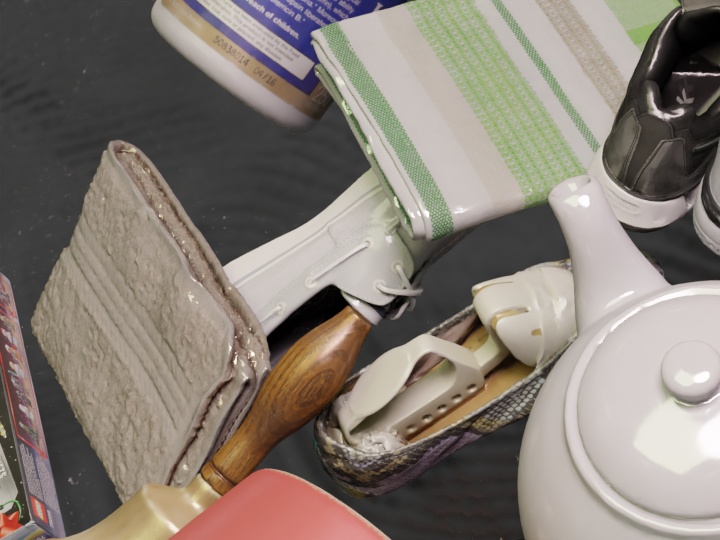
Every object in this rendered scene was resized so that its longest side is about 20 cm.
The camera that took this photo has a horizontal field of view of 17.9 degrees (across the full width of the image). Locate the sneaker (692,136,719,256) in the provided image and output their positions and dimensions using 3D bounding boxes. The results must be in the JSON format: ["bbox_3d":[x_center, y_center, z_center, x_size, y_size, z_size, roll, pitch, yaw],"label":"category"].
[{"bbox_3d":[0.229,-0.093,1.064,0.075,0.116,0.200,30,49,26],"label":"sneaker"}]

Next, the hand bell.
[{"bbox_3d":[-0.063,0.099,1.133,0.200,0.104,0.104,-49,48,7],"label":"hand bell"}]

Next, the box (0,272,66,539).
[{"bbox_3d":[-0.248,0.102,1.305,0.136,0.040,0.201,-29,50,13],"label":"box"}]

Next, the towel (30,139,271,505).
[{"bbox_3d":[-0.119,0.037,1.238,0.200,0.034,0.133,53,124,43],"label":"towel"}]

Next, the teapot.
[{"bbox_3d":[0.154,0.081,0.991,0.198,0.146,0.199,12,62,22],"label":"teapot"}]

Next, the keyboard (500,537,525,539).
[{"bbox_3d":[0.112,0.159,1.069,0.103,0.040,0.201,3,58,5],"label":"keyboard"}]

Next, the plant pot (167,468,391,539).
[{"bbox_3d":[-0.050,0.201,1.034,0.200,0.201,0.178,26,65,39],"label":"plant pot"}]

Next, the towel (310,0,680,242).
[{"bbox_3d":[0.089,-0.092,1.183,0.198,0.031,0.150,-16,54,-17],"label":"towel"}]

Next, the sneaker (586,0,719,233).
[{"bbox_3d":[0.184,-0.108,1.126,0.066,0.091,0.200,33,57,14],"label":"sneaker"}]

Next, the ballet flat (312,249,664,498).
[{"bbox_3d":[0.060,0.044,1.143,0.200,0.072,0.072,-33,49,7],"label":"ballet flat"}]

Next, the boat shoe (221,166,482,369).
[{"bbox_3d":[0.000,0.000,1.205,0.199,0.072,0.069,-27,53,12],"label":"boat shoe"}]

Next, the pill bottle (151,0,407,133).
[{"bbox_3d":[-0.018,-0.188,1.283,0.201,0.115,0.116,-53,48,8],"label":"pill bottle"}]
